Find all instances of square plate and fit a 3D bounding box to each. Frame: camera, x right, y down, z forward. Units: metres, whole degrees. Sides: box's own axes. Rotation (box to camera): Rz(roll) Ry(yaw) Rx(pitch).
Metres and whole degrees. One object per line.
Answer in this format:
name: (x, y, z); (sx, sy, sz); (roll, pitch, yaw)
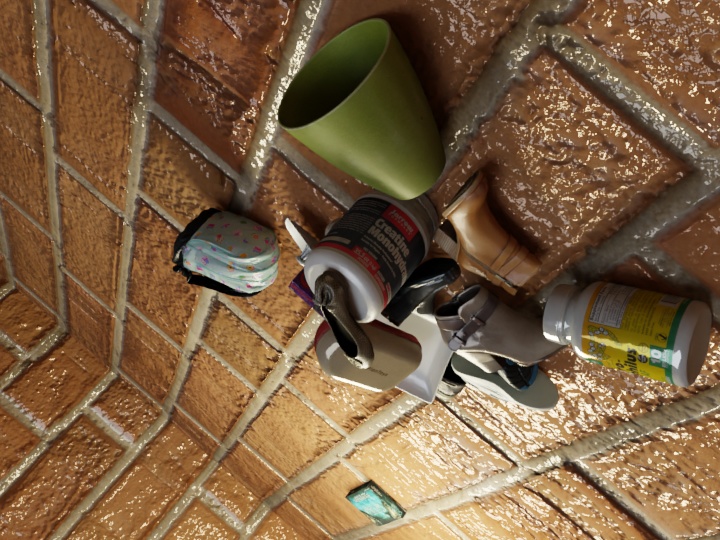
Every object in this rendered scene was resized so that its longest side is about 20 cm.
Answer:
square plate: (0.071, 0.128, 1.384); (0.197, 0.028, 0.201); (25, 129, 11)

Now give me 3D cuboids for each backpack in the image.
backpack: (-0.259, -0.037, 1.535); (0.199, 0.167, 0.127); (25, 141, 14)

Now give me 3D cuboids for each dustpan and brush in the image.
dustpan and brush: (-0.079, -0.008, 1.444); (0.140, 0.057, 0.200); (53, -171, 27)

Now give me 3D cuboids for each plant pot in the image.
plant pot: (0.024, -0.194, 1.024); (0.186, 0.188, 0.200); (-1, 145, 48)

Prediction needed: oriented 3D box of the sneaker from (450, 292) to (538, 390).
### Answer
sneaker: (0.225, 0.112, 1.278); (0.201, 0.073, 0.082); (55, 163, -12)

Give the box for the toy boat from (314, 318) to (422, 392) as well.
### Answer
toy boat: (0.006, 0.118, 1.318); (0.130, 0.131, 0.199); (-41, 137, 24)

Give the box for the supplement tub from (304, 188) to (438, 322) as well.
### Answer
supplement tub: (0.020, -0.032, 1.179); (0.140, 0.200, 0.141); (28, 147, 20)

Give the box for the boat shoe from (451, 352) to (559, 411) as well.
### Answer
boat shoe: (0.256, 0.194, 1.344); (0.199, 0.070, 0.072); (21, 163, 28)

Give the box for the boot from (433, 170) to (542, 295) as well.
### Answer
boot: (0.189, -0.046, 1.093); (0.155, 0.077, 0.200); (37, 152, 10)

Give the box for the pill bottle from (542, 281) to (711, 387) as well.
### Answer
pill bottle: (0.355, 0.078, 1.032); (0.199, 0.113, 0.113); (14, 140, 37)

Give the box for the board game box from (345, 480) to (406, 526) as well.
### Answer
board game box: (0.042, 0.676, 2.208); (0.135, 0.028, 0.200); (41, 149, 2)

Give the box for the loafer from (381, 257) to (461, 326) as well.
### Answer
loafer: (0.100, 0.036, 1.246); (0.072, 0.073, 0.199); (52, 144, -9)

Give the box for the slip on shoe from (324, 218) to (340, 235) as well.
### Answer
slip on shoe: (0.000, 0.000, 1.363); (0.061, 0.076, 0.201); (32, 148, 57)

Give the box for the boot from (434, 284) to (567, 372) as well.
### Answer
boot: (0.217, 0.079, 1.167); (0.199, 0.070, 0.146); (-29, 116, 24)

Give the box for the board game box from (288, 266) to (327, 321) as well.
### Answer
board game box: (-0.013, -0.004, 1.252); (0.120, 0.200, 0.032); (38, 148, 2)

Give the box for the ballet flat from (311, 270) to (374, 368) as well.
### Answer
ballet flat: (-0.029, 0.084, 1.137); (0.067, 0.046, 0.201); (18, 144, 34)

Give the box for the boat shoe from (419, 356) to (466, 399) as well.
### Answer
boat shoe: (0.123, 0.160, 1.445); (0.199, 0.075, 0.073); (37, 140, -9)
